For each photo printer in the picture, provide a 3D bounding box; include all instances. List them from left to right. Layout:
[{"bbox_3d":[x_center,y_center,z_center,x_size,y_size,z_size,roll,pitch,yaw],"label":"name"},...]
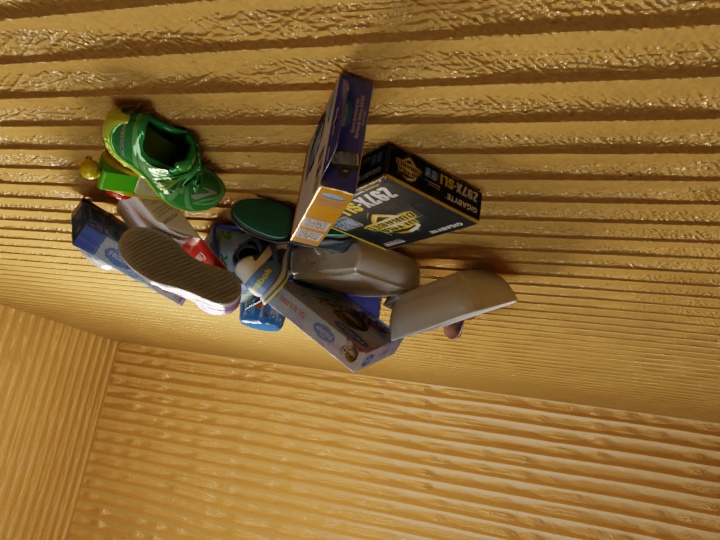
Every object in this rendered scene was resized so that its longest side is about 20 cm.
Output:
[{"bbox_3d":[0.000,0.000,1.025,0.164,0.071,0.198,-4,165,40],"label":"photo printer"}]

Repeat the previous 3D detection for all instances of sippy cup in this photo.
[{"bbox_3d":[-0.206,0.060,1.262,0.174,0.133,0.140,10,164,-3],"label":"sippy cup"}]

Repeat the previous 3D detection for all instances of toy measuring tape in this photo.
[{"bbox_3d":[-0.298,-0.135,0.816,0.073,0.075,0.198,-5,176,41],"label":"toy measuring tape"}]

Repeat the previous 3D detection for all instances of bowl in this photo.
[{"bbox_3d":[0.156,0.055,1.016,0.198,0.076,0.198,-25,168,34],"label":"bowl"}]

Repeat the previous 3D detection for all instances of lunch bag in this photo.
[{"bbox_3d":[-0.207,0.002,1.101,0.196,0.130,0.169,5,165,-29],"label":"lunch bag"}]

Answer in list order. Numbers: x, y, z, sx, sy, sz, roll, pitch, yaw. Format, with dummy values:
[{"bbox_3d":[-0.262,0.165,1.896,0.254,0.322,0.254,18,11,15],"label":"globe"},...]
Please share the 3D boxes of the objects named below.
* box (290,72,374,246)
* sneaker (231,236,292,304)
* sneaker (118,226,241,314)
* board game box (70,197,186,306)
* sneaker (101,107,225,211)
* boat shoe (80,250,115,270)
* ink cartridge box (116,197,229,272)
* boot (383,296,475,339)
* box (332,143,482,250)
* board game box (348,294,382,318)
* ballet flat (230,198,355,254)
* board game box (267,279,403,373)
[{"bbox_3d":[-0.032,-0.111,0.609,0.041,0.122,0.200,13,164,-15],"label":"box"},{"bbox_3d":[-0.160,-0.028,0.938,0.082,0.074,0.201,36,-164,-21],"label":"sneaker"},{"bbox_3d":[-0.279,0.014,0.897,0.198,0.073,0.114,31,159,-3],"label":"sneaker"},{"bbox_3d":[-0.397,-0.035,0.999,0.198,0.044,0.200,38,179,-33],"label":"board game box"},{"bbox_3d":[-0.236,-0.132,0.740,0.082,0.076,0.200,5,163,28],"label":"sneaker"},{"bbox_3d":[-0.502,-0.030,1.261,0.198,0.073,0.068,28,135,-30],"label":"boat shoe"},{"bbox_3d":[-0.305,-0.049,0.922,0.202,0.057,0.162,57,152,-6],"label":"ink cartridge box"},{"bbox_3d":[0.139,0.091,1.279,0.195,0.065,0.187,8,151,-6],"label":"boot"},{"bbox_3d":[0.037,-0.088,0.776,0.158,0.050,0.198,22,160,-31],"label":"box"},{"bbox_3d":[-0.032,0.071,1.255,0.156,0.099,0.200,9,164,2],"label":"board game box"},{"bbox_3d":[-0.103,-0.062,0.898,0.195,0.075,0.073,8,164,-1],"label":"ballet flat"},{"bbox_3d":[-0.039,0.086,1.006,0.198,0.042,0.199,36,-167,17],"label":"board game box"}]
